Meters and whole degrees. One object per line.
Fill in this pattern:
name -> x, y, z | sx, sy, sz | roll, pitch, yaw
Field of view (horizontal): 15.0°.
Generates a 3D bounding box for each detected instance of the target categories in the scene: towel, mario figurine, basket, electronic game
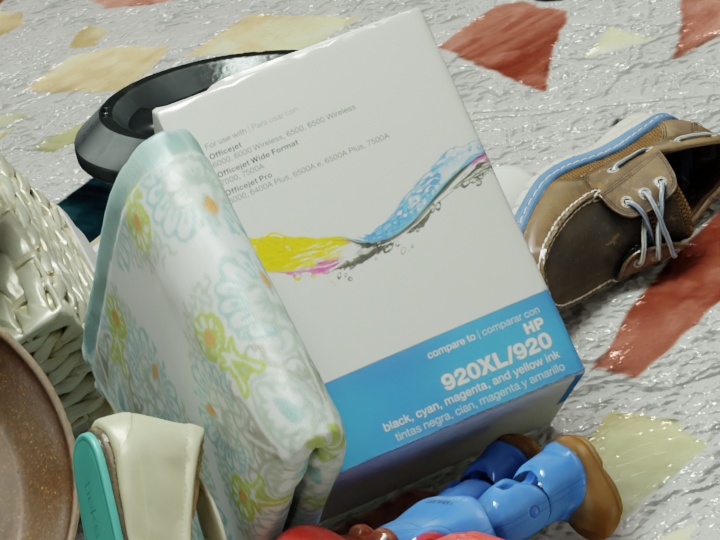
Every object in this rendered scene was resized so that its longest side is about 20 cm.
towel -> -0.069, 0.053, 1.277 | 0.048, 0.200, 0.171 | -22, 66, -23
mario figurine -> 0.029, 0.151, 1.257 | 0.200, 0.106, 0.124 | -26, -20, -36
basket -> -0.206, 0.033, 1.492 | 0.135, 0.123, 0.200 | -35, 45, 1
electronic game -> -0.076, -0.090, 1.672 | 0.199, 0.042, 0.200 | -8, 22, 3

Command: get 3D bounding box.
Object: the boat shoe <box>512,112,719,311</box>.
boat shoe -> 0.149, -0.036, 1.536 | 0.072, 0.072, 0.200 | 2, 32, 36

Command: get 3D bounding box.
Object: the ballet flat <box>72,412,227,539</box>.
ballet flat -> -0.083, 0.160, 1.200 | 0.069, 0.201, 0.069 | -5, -10, -1

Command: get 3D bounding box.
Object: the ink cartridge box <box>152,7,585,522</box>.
ink cartridge box -> 0.000, 0.000, 1.359 | 0.144, 0.200, 0.147 | -22, -11, -7

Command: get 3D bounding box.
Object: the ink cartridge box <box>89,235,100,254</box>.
ink cartridge box -> -0.066, -0.006, 1.627 | 0.164, 0.075, 0.200 | -1, 29, 37

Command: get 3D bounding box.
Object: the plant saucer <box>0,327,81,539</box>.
plant saucer -> -0.226, 0.104, 1.231 | 0.200, 0.201, 0.037 | -26, -16, -15

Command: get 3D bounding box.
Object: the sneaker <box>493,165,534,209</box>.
sneaker -> 0.035, 0.003, 1.500 | 0.200, 0.075, 0.089 | -39, -13, -23
